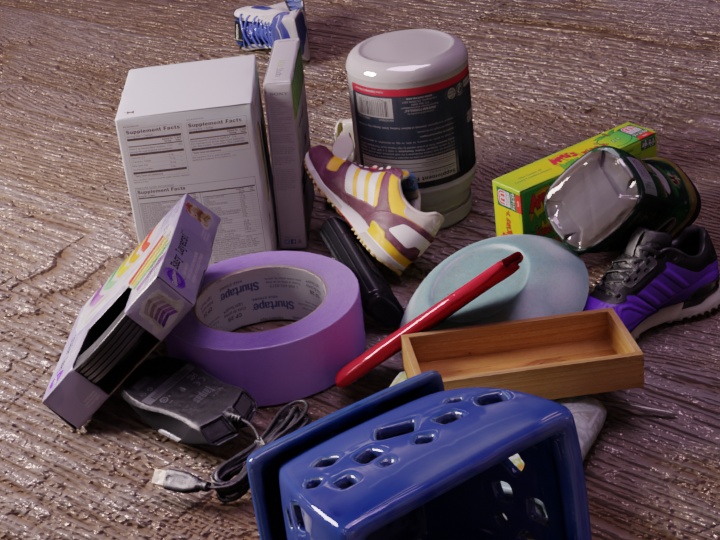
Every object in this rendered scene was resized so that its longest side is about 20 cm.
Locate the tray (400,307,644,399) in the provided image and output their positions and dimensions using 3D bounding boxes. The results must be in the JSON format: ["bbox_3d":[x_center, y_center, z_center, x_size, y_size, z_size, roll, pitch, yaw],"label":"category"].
[{"bbox_3d":[0.141,0.081,1.344,0.197,0.038,0.099,-6,23,-5],"label":"tray"}]

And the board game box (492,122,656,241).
[{"bbox_3d":[0.235,-0.078,1.640,0.198,0.103,0.047,-24,30,-29],"label":"board game box"}]

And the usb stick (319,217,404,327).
[{"bbox_3d":[0.000,0.000,1.606,0.033,0.055,0.200,-43,29,6],"label":"usb stick"}]

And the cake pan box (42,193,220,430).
[{"bbox_3d":[-0.220,0.038,1.470,0.184,0.052,0.201,-47,16,23],"label":"cake pan box"}]

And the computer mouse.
[{"bbox_3d":[-0.152,0.151,1.369,0.198,0.046,0.140,15,42,30],"label":"computer mouse"}]

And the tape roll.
[{"bbox_3d":[-0.095,0.054,1.508,0.197,0.066,0.201,-6,27,3],"label":"tape roll"}]

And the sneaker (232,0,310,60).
[{"bbox_3d":[-0.137,-0.360,2.305,0.114,0.082,0.200,-10,20,2],"label":"sneaker"}]

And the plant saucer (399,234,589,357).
[{"bbox_3d":[0.121,0.024,1.468,0.199,0.039,0.202,-19,38,16],"label":"plant saucer"}]

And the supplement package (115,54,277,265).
[{"bbox_3d":[-0.177,-0.113,1.698,0.148,0.202,0.152,-6,28,1],"label":"supplement package"}]

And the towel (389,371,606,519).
[{"bbox_3d":[0.094,0.148,1.303,0.198,0.049,0.171,6,31,24],"label":"towel"}]

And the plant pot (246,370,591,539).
[{"bbox_3d":[0.035,0.193,1.080,0.198,0.202,0.179,-23,25,-26],"label":"plant pot"}]

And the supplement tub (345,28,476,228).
[{"bbox_3d":[0.060,-0.161,1.731,0.138,0.202,0.141,-5,27,3],"label":"supplement tub"}]

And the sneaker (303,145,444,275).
[{"bbox_3d":[0.017,-0.086,1.670,0.090,0.075,0.200,-44,57,7],"label":"sneaker"}]

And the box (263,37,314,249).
[{"bbox_3d":[-0.080,-0.146,1.739,0.036,0.202,0.145,-2,27,3],"label":"box"}]

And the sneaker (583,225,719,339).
[{"bbox_3d":[0.263,0.009,1.468,0.198,0.101,0.069,-21,28,-24],"label":"sneaker"}]

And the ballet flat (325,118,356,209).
[{"bbox_3d":[-0.007,-0.145,1.862,0.067,0.069,0.201,-3,27,8],"label":"ballet flat"}]

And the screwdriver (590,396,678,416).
[{"bbox_3d":[0.186,0.116,1.368,0.198,0.028,0.029,14,68,17],"label":"screwdriver"}]

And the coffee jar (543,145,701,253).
[{"bbox_3d":[0.271,-0.068,1.541,0.086,0.104,0.199,57,25,19],"label":"coffee jar"}]

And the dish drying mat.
[{"bbox_3d":[0.064,0.046,1.408,0.199,0.018,0.077,-35,-5,21],"label":"dish drying mat"}]
